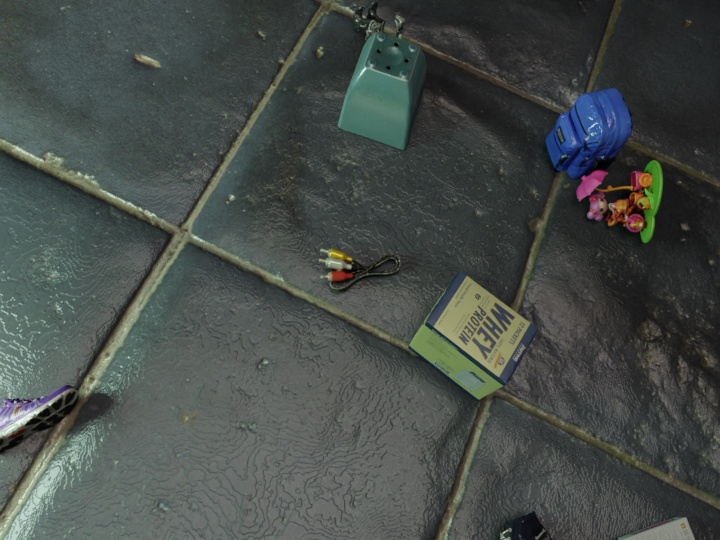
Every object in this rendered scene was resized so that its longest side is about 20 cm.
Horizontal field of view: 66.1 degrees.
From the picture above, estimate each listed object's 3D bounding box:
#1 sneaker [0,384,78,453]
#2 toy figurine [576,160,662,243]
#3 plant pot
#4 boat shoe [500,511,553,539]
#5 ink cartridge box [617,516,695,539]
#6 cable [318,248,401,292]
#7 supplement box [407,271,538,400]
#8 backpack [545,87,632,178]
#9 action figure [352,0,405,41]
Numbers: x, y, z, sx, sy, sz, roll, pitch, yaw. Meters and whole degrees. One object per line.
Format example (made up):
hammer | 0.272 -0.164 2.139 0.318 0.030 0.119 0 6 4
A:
sneaker | -0.655 0.274 1.077 0.196 0.081 0.084 -27 68 -15
toy figurine | 0.640 -0.178 1.399 0.178 0.150 0.207 4 92 9
plant pot | 0.064 -0.464 1.380 0.191 0.201 0.200 18 68 1
boat shoe | 0.289 0.556 1.090 0.196 0.075 0.094 -18 65 -21
ink cartridge box | 0.598 0.583 1.130 0.194 0.037 0.097 -11 72 -14
cable | 0.000 0.000 1.273 0.194 0.051 0.100 1 70 -5
supplement box | 0.228 0.145 1.164 0.198 0.201 0.135 36 68 8
backpack | 0.576 -0.343 1.394 0.163 0.201 0.166 -14 71 -12
action figure | 0.058 -0.640 1.501 0.117 0.103 0.203 -22 71 -27
